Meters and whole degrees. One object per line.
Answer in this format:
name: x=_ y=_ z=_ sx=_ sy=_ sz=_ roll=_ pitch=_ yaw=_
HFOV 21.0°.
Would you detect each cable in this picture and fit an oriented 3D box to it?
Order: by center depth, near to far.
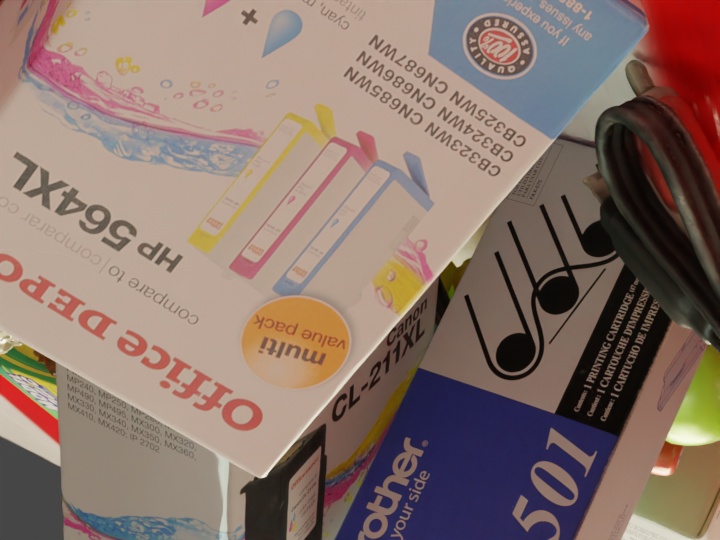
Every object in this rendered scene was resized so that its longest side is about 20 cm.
cable: x=0.136 y=0.009 z=0.654 sx=0.200 sy=0.050 sz=0.097 roll=54 pitch=166 yaw=33

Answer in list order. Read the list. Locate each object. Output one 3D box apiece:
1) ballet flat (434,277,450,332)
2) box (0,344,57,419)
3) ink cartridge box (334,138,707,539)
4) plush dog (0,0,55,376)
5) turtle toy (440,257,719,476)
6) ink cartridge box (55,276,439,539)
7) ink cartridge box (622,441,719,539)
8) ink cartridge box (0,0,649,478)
ballet flat: x=0.000 y=0.000 z=0.836 sx=0.068 sy=0.067 sz=0.202 roll=-154 pitch=47 yaw=-73
box: x=-0.097 y=0.067 z=0.963 sx=0.199 sy=0.049 sz=0.117 roll=19 pitch=162 yaw=32
ink cartridge box: x=0.071 y=0.050 z=0.754 sx=0.093 sy=0.201 sz=0.044 roll=16 pitch=162 yaw=33
plush dog: x=-0.174 y=-0.046 z=0.875 sx=0.161 sy=0.199 sz=0.173 roll=48 pitch=156 yaw=31
turtle toy: x=0.098 y=0.050 z=0.868 sx=0.200 sy=0.100 sz=0.147 roll=-10 pitch=99 yaw=66
ink cartridge box: x=-0.042 y=0.067 z=0.754 sx=0.082 sy=0.146 sz=0.202 roll=23 pitch=130 yaw=25
ink cartridge box: x=0.139 y=0.110 z=1.038 sx=0.145 sy=0.085 sz=0.200 roll=21 pitch=163 yaw=22
ink cartridge box: x=-0.035 y=-0.052 z=0.560 sx=0.128 sy=0.200 sz=0.126 roll=32 pitch=-157 yaw=-18
